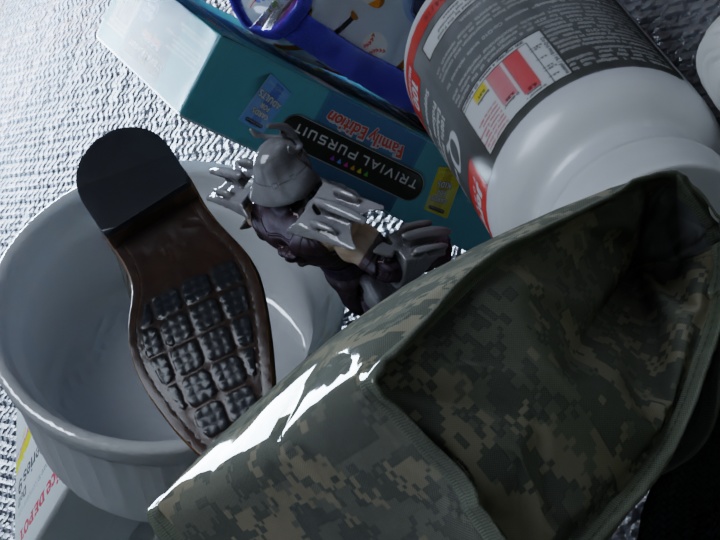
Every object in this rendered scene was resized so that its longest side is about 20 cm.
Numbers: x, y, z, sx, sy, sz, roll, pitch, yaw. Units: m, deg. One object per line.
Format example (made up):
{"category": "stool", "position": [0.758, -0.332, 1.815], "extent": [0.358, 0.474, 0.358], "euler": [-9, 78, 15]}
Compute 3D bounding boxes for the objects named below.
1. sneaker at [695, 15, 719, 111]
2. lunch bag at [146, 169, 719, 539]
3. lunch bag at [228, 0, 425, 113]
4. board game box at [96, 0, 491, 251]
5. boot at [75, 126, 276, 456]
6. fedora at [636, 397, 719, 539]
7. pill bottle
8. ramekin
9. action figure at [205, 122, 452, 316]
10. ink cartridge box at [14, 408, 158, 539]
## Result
{"category": "sneaker", "position": [0.225, -0.101, 0.750], "extent": [0.200, 0.077, 0.100], "euler": [-49, 41, 43]}
{"category": "lunch bag", "position": [0.044, 0.054, 0.699], "extent": [0.200, 0.118, 0.164], "euler": [-42, 5, -42]}
{"category": "lunch bag", "position": [0.014, -0.165, 1.015], "extent": [0.124, 0.169, 0.201], "euler": [-44, 36, 30]}
{"category": "board game box", "position": [-0.029, -0.085, 0.998], "extent": [0.047, 0.199, 0.151], "euler": [-60, 31, 9]}
{"category": "boot", "position": [-0.077, 0.026, 0.932], "extent": [0.074, 0.097, 0.201], "euler": [-25, 58, 1]}
{"category": "fedora", "position": [0.169, 0.095, 0.675], "extent": [0.200, 0.091, 0.202], "euler": [-35, 44, 42]}
{"category": "pill bottle", "position": [0.100, -0.060, 0.862], "extent": [0.116, 0.115, 0.200], "euler": [-54, 33, 20]}
{"category": "ramekin", "position": [-0.105, 0.044, 1.041], "extent": [0.098, 0.198, 0.202], "euler": [87, 178, -51]}
{"category": "action figure", "position": [0.000, 0.000, 0.897], "extent": [0.069, 0.201, 0.130], "euler": [-42, 38, -11]}
{"category": "ink cartridge box", "position": [-0.161, 0.083, 1.179], "extent": [0.146, 0.087, 0.201], "euler": [125, 147, -44]}
